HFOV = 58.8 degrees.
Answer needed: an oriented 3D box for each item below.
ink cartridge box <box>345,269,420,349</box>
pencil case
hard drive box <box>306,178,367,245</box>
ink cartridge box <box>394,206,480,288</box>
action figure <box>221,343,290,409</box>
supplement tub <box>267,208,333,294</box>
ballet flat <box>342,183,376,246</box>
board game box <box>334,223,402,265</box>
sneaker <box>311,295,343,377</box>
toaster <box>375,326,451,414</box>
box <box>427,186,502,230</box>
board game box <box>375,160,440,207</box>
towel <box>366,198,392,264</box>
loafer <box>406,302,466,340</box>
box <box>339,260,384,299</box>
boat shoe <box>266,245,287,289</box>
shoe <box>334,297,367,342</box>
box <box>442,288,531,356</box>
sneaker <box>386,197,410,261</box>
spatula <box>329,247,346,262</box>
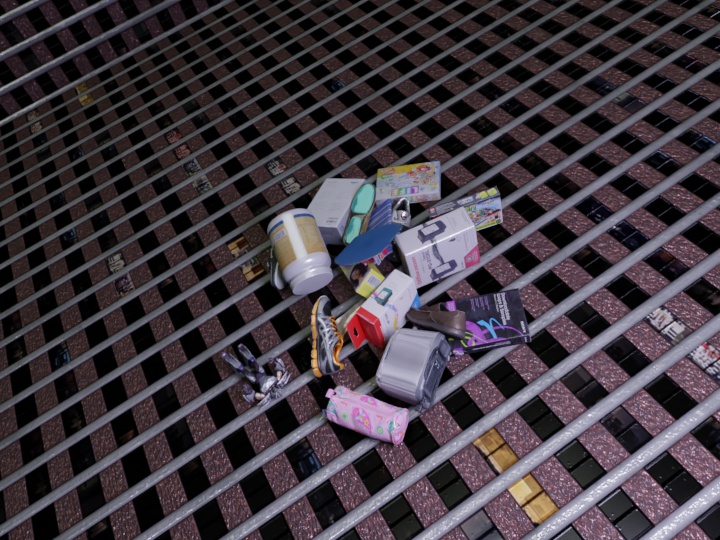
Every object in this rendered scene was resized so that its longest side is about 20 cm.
[{"bbox_3d":[0.059,0.111,1.609,0.067,0.117,0.200,28,65,35],"label":"ink cartridge box"},{"bbox_3d":[0.013,0.329,1.465,0.196,0.088,0.088,15,57,28],"label":"pencil case"},{"bbox_3d":[-0.074,-0.179,1.909,0.153,0.077,0.202,6,54,35],"label":"hard drive box"},{"bbox_3d":[0.204,-0.056,1.679,0.196,0.146,0.085,-22,47,0],"label":"ink cartridge box"},{"bbox_3d":[-0.262,0.267,1.623,0.198,0.070,0.130,32,57,32],"label":"action figure"},{"bbox_3d":[-0.165,-0.052,1.770,0.142,0.145,0.203,-22,72,-1],"label":"supplement tub"},{"bbox_3d":[-0.001,-0.150,1.836,0.069,0.071,0.204,9,71,25],"label":"ballet flat"},{"bbox_3d":[0.026,-0.052,1.647,0.156,0.040,0.200,-10,26,37],"label":"board game box"},{"bbox_3d":[-0.081,0.165,1.614,0.075,0.078,0.205,-5,79,15],"label":"sneaker"},{"bbox_3d":[0.121,0.230,1.492,0.127,0.114,0.203,10,65,30],"label":"toaster"},{"bbox_3d":[0.288,-0.150,1.753,0.196,0.111,0.035,-18,47,4],"label":"box"},{"bbox_3d":[0.146,-0.263,1.947,0.195,0.035,0.137,-6,50,14],"label":"board game box"},{"bbox_3d":[0.043,-0.094,1.802,0.144,0.024,0.203,-38,38,37],"label":"towel"},{"bbox_3d":[0.191,0.116,1.556,0.198,0.072,0.072,14,78,53],"label":"loafer"},{"bbox_3d":[0.000,0.000,1.699,0.076,0.050,0.200,-55,24,8],"label":"box"},{"bbox_3d":[-0.239,-0.025,1.859,0.059,0.077,0.202,-8,41,16],"label":"boat shoe"},{"bbox_3d":[0.005,0.098,1.669,0.200,0.070,0.053,-43,59,-15],"label":"shoe"},{"bbox_3d":[0.306,0.125,1.567,0.195,0.036,0.145,-11,49,9],"label":"box"},{"bbox_3d":[0.103,-0.122,1.798,0.072,0.089,0.203,12,54,-6],"label":"sneaker"},{"bbox_3d":[-0.065,-0.034,1.779,0.199,0.020,0.057,-3,59,63],"label":"spatula"}]
